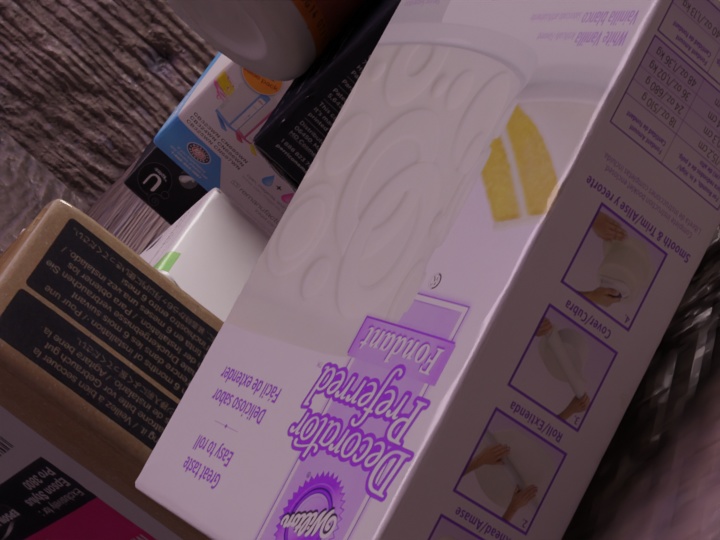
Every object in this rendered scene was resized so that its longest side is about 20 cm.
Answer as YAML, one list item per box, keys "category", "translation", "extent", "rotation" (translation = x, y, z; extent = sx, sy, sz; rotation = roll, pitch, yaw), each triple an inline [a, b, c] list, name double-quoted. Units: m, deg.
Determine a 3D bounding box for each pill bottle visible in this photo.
- category: "pill bottle"
  translation: [-0.014, -0.207, 0.790]
  extent: [0.200, 0.112, 0.112]
  rotation: [-51, 12, -15]

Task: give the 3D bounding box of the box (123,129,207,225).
- category: "box"
  translation: [-0.119, -0.136, 1.448]
  extent: [0.200, 0.106, 0.122]
  rotation: [-45, 12, 16]

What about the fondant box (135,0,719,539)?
- category: "fondant box"
  translation: [0.025, 0.006, 0.462]
  extent: [0.144, 0.058, 0.201]
  rotation: [13, 73, 60]

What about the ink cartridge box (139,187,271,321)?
- category: "ink cartridge box"
  translation: [-0.146, 0.059, 0.989]
  extent: [0.200, 0.084, 0.146]
  rotation: [-37, 17, 43]

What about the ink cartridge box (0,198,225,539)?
- category: "ink cartridge box"
  translation: [-0.115, 0.078, 0.628]
  extent: [0.200, 0.164, 0.075]
  rotation: [-34, 21, 51]

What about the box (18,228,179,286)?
- category: "box"
  translation: [-0.166, 0.091, 0.779]
  extent: [0.078, 0.094, 0.201]
  rotation: [45, 113, 51]

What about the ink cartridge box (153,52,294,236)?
- category: "ink cartridge box"
  translation: [-0.028, -0.131, 1.057]
  extent: [0.200, 0.128, 0.126]
  rotation: [-35, 18, 48]

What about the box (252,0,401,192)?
- category: "box"
  translation: [0.059, -0.121, 0.780]
  extent: [0.200, 0.104, 0.148]
  rotation: [-39, 15, 36]
